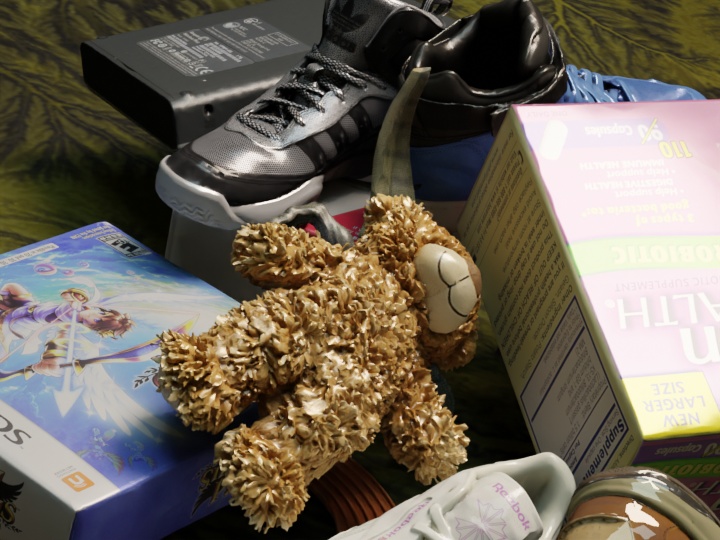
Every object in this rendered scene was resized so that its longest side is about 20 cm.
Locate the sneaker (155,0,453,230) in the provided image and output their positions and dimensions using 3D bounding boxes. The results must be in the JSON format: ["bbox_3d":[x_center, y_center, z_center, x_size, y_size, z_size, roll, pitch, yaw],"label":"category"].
[{"bbox_3d":[-0.025,-0.095,1.135,0.075,0.115,0.199,33,35,32],"label":"sneaker"}]

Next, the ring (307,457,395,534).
[{"bbox_3d":[-0.072,0.112,1.017,0.198,0.019,0.201,10,29,-6],"label":"ring"}]

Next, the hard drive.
[{"bbox_3d":[-0.047,-0.124,1.268,0.198,0.033,0.139,-16,27,-24],"label":"hard drive"}]

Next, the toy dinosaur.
[{"bbox_3d":[0.000,0.000,1.101,0.087,0.202,0.047,-4,10,3],"label":"toy dinosaur"}]

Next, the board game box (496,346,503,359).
[{"bbox_3d":[0.173,0.016,1.152,0.120,0.032,0.200,39,51,8],"label":"board game box"}]

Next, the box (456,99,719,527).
[{"bbox_3d":[0.165,0.021,1.063,0.174,0.097,0.201,-3,54,-21],"label":"box"}]

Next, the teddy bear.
[{"bbox_3d":[-0.008,0.036,0.994,0.199,0.067,0.146,-13,68,-37],"label":"teddy bear"}]

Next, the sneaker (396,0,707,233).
[{"bbox_3d":[0.107,-0.092,1.139,0.198,0.112,0.077,-11,43,-17],"label":"sneaker"}]

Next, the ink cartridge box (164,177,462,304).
[{"bbox_3d":[-0.010,-0.029,1.230,0.144,0.084,0.200,18,29,10],"label":"ink cartridge box"}]

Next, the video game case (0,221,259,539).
[{"bbox_3d":[-0.130,0.054,1.031,0.181,0.046,0.199,31,32,28],"label":"video game case"}]

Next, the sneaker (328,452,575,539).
[{"bbox_3d":[0.019,0.127,0.935,0.075,0.100,0.199,52,40,11],"label":"sneaker"}]

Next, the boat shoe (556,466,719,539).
[{"bbox_3d":[0.151,0.173,0.896,0.200,0.076,0.074,43,43,-6],"label":"boat shoe"}]
